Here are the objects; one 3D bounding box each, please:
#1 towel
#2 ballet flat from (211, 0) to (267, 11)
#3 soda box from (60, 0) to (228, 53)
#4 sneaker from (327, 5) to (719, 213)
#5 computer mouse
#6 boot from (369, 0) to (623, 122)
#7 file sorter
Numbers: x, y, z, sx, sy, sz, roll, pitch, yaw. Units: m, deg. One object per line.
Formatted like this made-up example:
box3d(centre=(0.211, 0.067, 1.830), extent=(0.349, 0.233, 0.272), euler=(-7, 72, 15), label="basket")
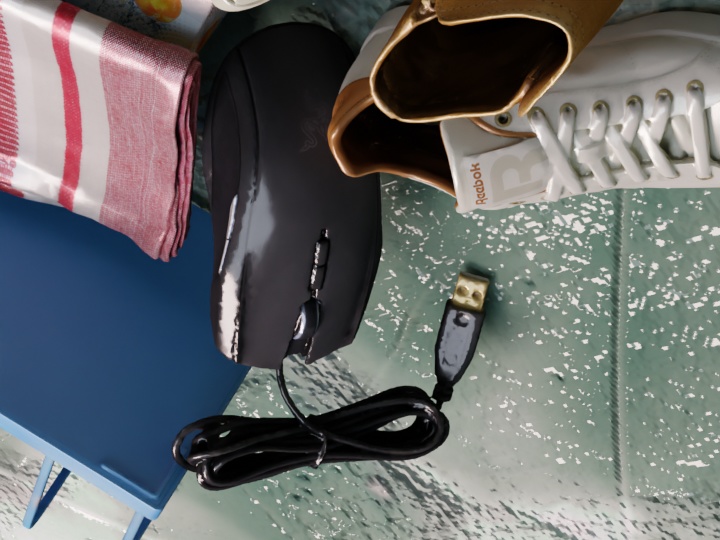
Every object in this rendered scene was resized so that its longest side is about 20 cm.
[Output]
box3d(centre=(-0.160, -0.077, 0.870), extent=(0.198, 0.023, 0.144), euler=(21, 151, 5), label="towel")
box3d(centre=(-0.062, -0.128, 0.766), extent=(0.198, 0.066, 0.070), euler=(12, -178, -12), label="ballet flat")
box3d(centre=(-0.130, -0.163, 0.826), extent=(0.199, 0.064, 0.068), euler=(35, 141, -3), label="soda box")
box3d(centre=(0.081, -0.047, 0.796), extent=(0.198, 0.085, 0.073), euler=(5, 132, 26), label="sneaker")
box3d(centre=(0.000, 0.000, 0.887), extent=(0.046, 0.139, 0.202), euler=(36, 123, 57), label="computer mouse")
box3d(centre=(0.092, -0.119, 0.666), extent=(0.071, 0.144, 0.201), euler=(44, 139, -16), label="boot")
box3d(centre=(-0.153, 0.027, 0.981), extent=(0.199, 0.139, 0.123), euler=(31, 147, 1), label="file sorter")
